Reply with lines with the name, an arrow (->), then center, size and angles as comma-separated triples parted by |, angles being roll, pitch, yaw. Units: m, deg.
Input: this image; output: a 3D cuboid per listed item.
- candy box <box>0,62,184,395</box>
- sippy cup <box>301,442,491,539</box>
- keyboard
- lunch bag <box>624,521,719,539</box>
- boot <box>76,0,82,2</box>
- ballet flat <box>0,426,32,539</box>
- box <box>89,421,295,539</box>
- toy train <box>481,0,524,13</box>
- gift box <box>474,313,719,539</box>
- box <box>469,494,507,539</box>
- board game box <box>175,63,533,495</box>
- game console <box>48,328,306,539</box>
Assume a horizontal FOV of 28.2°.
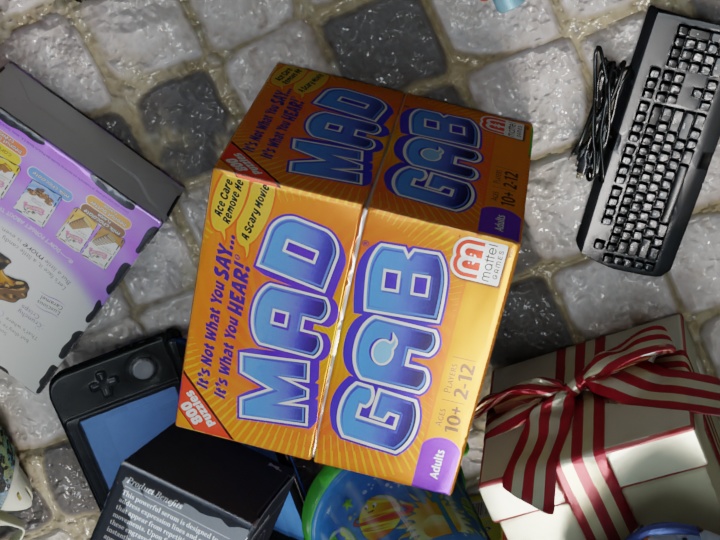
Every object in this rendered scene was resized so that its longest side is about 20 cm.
candy box -> -0.263, -0.029, 1.120 | 0.167, 0.072, 0.200 | 36, 117, -10
sippy cup -> 0.039, 0.209, 1.075 | 0.139, 0.130, 0.179 | -29, 122, -9
keyboard -> 0.203, -0.085, 1.029 | 0.103, 0.040, 0.201 | 13, 118, 2
lunch bag -> 0.232, 0.256, 0.995 | 0.199, 0.076, 0.161 | 21, 129, -16
boot -> -0.176, -0.261, 0.984 | 0.197, 0.073, 0.163 | 31, 116, 1
ballet flat -> -0.325, 0.210, 1.268 | 0.074, 0.074, 0.201 | 23, 121, -3
box -> -0.145, 0.233, 1.066 | 0.106, 0.148, 0.201 | 25, 99, 6
toy train -> 0.096, -0.272, 0.941 | 0.149, 0.056, 0.201 | -18, 113, 18
gift box -> 0.196, 0.153, 1.069 | 0.183, 0.200, 0.188 | -21, 111, 13
box -> 0.122, 0.292, 1.221 | 0.050, 0.075, 0.201 | -12, 113, 13
board game box -> 0.000, 0.000, 1.017 | 0.198, 0.200, 0.201 | 13, 118, 2
game console -> -0.141, 0.162, 1.166 | 0.169, 0.118, 0.201 | -20, 113, -4
